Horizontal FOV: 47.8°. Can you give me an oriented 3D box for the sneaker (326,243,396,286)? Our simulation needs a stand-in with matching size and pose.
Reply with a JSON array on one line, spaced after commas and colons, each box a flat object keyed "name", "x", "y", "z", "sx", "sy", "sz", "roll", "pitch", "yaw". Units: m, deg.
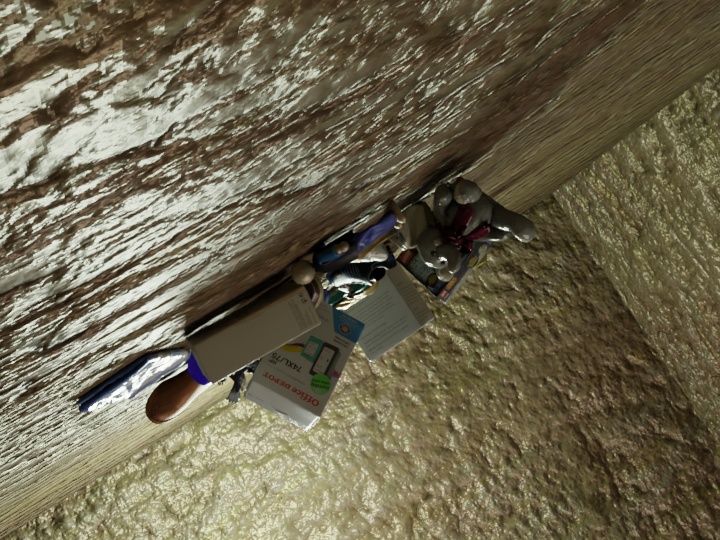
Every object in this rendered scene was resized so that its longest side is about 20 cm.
[{"name": "sneaker", "x": 0.000, "y": 0.000, "z": 1.585, "sx": 0.070, "sy": 0.078, "sz": 0.200, "roll": -29, "pitch": 173, "yaw": -34}]

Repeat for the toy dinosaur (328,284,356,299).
[{"name": "toy dinosaur", "x": -0.028, "y": 0.026, "z": 1.740, "sx": 0.200, "sy": 0.048, "sz": 0.088, "roll": -50, "pitch": 158, "yaw": 21}]

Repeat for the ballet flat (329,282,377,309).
[{"name": "ballet flat", "x": -0.004, "y": 0.037, "z": 1.848, "sx": 0.063, "sy": 0.069, "sz": 0.199, "roll": 17, "pitch": 150, "yaw": -34}]

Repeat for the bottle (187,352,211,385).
[{"name": "bottle", "x": -0.241, "y": 0.150, "z": 1.554, "sx": 0.200, "sy": 0.065, "sz": 0.084, "roll": -26, "pitch": 151, "yaw": -54}]

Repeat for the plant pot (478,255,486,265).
[{"name": "plant pot", "x": 0.282, "y": -0.060, "z": 2.334, "sx": 0.199, "sy": 0.143, "sz": 0.200, "roll": -32, "pitch": 174, "yaw": -4}]

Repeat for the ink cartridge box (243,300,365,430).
[{"name": "ink cartridge box", "x": -0.108, "y": 0.172, "z": 1.539, "sx": 0.201, "sy": 0.146, "sz": 0.146, "roll": -64, "pitch": -176, "yaw": -25}]

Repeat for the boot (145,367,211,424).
[{"name": "boot", "x": -0.327, "y": 0.219, "z": 1.613, "sx": 0.199, "sy": 0.077, "sz": 0.155, "roll": -31, "pitch": 176, "yaw": -43}]

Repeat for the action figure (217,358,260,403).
[{"name": "action figure", "x": -0.245, "y": 0.233, "z": 1.738, "sx": 0.199, "sy": 0.103, "sz": 0.118, "roll": -4, "pitch": 170, "yaw": 38}]

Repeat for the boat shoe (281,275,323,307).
[{"name": "boat shoe", "x": -0.150, "y": 0.072, "z": 1.424, "sx": 0.199, "sy": 0.073, "sz": 0.072, "roll": -29, "pitch": 178, "yaw": 30}]

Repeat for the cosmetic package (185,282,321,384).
[{"name": "cosmetic package", "x": -0.174, "y": 0.097, "z": 1.310, "sx": 0.199, "sy": 0.074, "sz": 0.103, "roll": -28, "pitch": -169, "yaw": -18}]

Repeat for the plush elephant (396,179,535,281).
[{"name": "plush elephant", "x": 0.155, "y": -0.062, "z": 1.357, "sx": 0.156, "sy": 0.164, "sz": 0.200, "roll": -60, "pitch": -151, "yaw": 1}]

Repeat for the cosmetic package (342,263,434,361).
[{"name": "cosmetic package", "x": 0.055, "y": 0.090, "z": 2.037, "sx": 0.164, "sy": 0.201, "sz": 0.165, "roll": -36, "pitch": 174, "yaw": 16}]

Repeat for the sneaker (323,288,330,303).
[{"name": "sneaker", "x": -0.136, "y": 0.102, "z": 1.706, "sx": 0.199, "sy": 0.079, "sz": 0.089, "roll": -36, "pitch": 171, "yaw": 25}]

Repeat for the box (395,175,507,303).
[{"name": "box", "x": 0.169, "y": -0.058, "z": 1.484, "sx": 0.040, "sy": 0.137, "sz": 0.201, "roll": 30, "pitch": 99, "yaw": -44}]

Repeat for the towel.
[{"name": "towel", "x": -0.366, "y": 0.178, "z": 1.335, "sx": 0.146, "sy": 0.024, "sz": 0.200, "roll": -34, "pitch": 174, "yaw": 4}]

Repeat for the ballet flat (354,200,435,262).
[{"name": "ballet flat", "x": 0.050, "y": -0.055, "z": 1.471, "sx": 0.199, "sy": 0.063, "sz": 0.069, "roll": -32, "pitch": 172, "yaw": -7}]

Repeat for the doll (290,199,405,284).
[{"name": "doll", "x": -0.023, "y": -0.036, "z": 1.302, "sx": 0.199, "sy": 0.049, "sz": 0.137, "roll": -33, "pitch": 173, "yaw": -11}]
